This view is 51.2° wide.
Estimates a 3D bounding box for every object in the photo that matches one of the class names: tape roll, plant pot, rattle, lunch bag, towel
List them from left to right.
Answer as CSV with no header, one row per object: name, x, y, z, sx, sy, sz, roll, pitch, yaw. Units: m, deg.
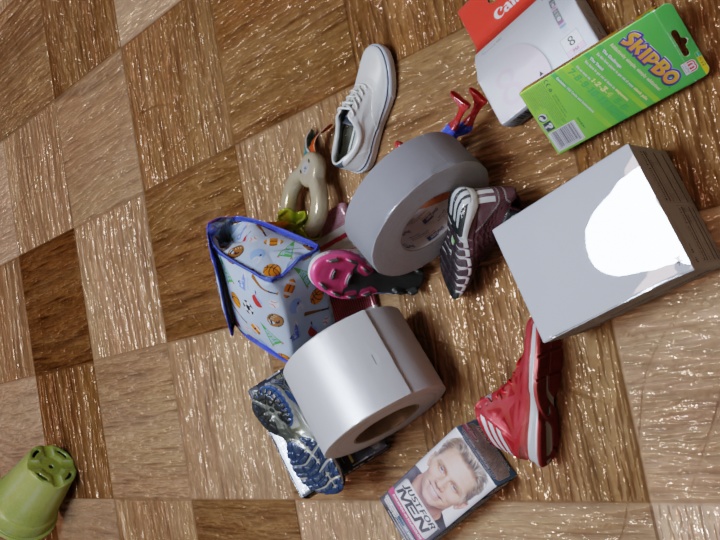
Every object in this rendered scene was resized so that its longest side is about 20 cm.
plant pot,-0.827,0.551,1.913,0.184,0.200,0.201,-50,60,20
lunch bag,-0.151,0.022,1.132,0.200,0.124,0.171,27,138,38
rattle,-0.123,-0.148,1.226,0.130,0.142,0.201,-137,55,-66
towel,-0.044,0.006,1.257,0.144,0.023,0.201,-27,76,40
tape roll,0.005,0.165,1.102,0.203,0.202,0.140,-46,64,34
tape roll,0.078,-0.087,1.018,0.066,0.200,0.201,50,123,27

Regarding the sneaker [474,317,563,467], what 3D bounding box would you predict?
sneaker,0.202,0.155,1.006,0.115,0.078,0.201,5,95,41

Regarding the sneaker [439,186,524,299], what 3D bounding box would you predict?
sneaker,0.175,-0.038,1.023,0.200,0.115,0.076,91,163,-53

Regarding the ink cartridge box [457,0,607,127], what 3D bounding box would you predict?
ink cartridge box,0.212,-0.316,0.984,0.162,0.057,0.201,-37,73,38

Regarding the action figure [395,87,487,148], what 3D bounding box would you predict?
action figure,0.094,-0.183,1.074,0.099,0.065,0.200,47,134,25

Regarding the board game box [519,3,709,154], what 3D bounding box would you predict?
board game box,0.298,-0.225,0.894,0.200,0.030,0.096,-27,106,41

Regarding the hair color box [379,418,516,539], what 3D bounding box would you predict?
hair color box,0.123,0.318,1.100,0.200,0.060,0.100,-52,61,31

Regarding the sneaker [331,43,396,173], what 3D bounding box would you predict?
sneaker,0.002,-0.249,1.162,0.073,0.071,0.201,20,106,40

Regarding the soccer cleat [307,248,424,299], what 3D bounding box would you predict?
soccer cleat,0.000,0.000,1.102,0.086,0.199,0.070,40,118,51

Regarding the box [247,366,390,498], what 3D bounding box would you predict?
box,-0.069,0.240,1.221,0.161,0.049,0.200,-33,69,2

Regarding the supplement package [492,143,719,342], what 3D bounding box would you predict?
supplement package,0.288,-0.029,0.892,0.200,0.111,0.156,-34,71,38

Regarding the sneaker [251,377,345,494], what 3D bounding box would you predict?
sneaker,-0.077,0.248,1.155,0.077,0.085,0.201,-31,93,32
